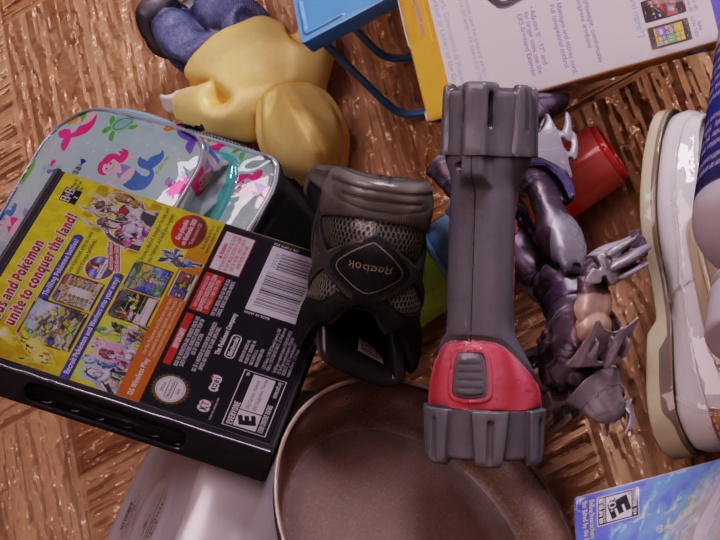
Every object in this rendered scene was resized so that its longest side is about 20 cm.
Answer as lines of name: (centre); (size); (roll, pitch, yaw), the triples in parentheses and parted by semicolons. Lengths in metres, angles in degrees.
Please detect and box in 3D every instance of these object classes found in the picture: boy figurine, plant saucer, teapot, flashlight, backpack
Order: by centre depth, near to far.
plant saucer: (0.033, 0.150, 1.366); (0.032, 0.200, 0.201); (-46, 41, 41)
flashlight: (0.069, 0.002, 1.368); (0.068, 0.068, 0.201); (4, 92, 61)
teapot: (-0.057, 0.171, 1.438); (0.200, 0.146, 0.198); (-54, 19, 35)
backpack: (-0.141, -0.013, 1.603); (0.200, 0.150, 0.178); (22, 78, 45)
boy figurine: (-0.064, -0.127, 1.665); (0.124, 0.065, 0.200); (-34, 50, -13)

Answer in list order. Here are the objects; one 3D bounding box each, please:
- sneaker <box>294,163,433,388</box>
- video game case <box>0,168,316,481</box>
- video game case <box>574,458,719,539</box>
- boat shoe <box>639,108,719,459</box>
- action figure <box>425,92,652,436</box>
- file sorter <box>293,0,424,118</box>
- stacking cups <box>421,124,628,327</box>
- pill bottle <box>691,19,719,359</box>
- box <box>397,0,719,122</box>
sneaker: (0.000, 0.000, 1.426); (0.076, 0.199, 0.115); (11, 94, -4)
video game case: (-0.114, 0.026, 1.417); (0.180, 0.026, 0.200); (18, 32, 2)
video game case: (0.202, 0.189, 1.311); (0.181, 0.045, 0.201); (-17, 55, 24)
boat shoe: (0.196, 0.003, 1.411); (0.068, 0.075, 0.201); (-11, 69, 27)
action figure: (0.110, 0.002, 1.418); (0.130, 0.069, 0.201); (-51, 52, 46)
file sorter: (0.036, -0.218, 1.612); (0.138, 0.123, 0.201); (-26, 52, 19)
stacking cups: (0.066, -0.014, 1.514); (0.200, 0.060, 0.061); (-34, 50, 13)
pill bottle: (0.232, -0.051, 1.315); (0.119, 0.120, 0.201); (-4, 62, 33)
box: (0.120, -0.165, 1.456); (0.199, 0.041, 0.120); (-14, 87, 16)
